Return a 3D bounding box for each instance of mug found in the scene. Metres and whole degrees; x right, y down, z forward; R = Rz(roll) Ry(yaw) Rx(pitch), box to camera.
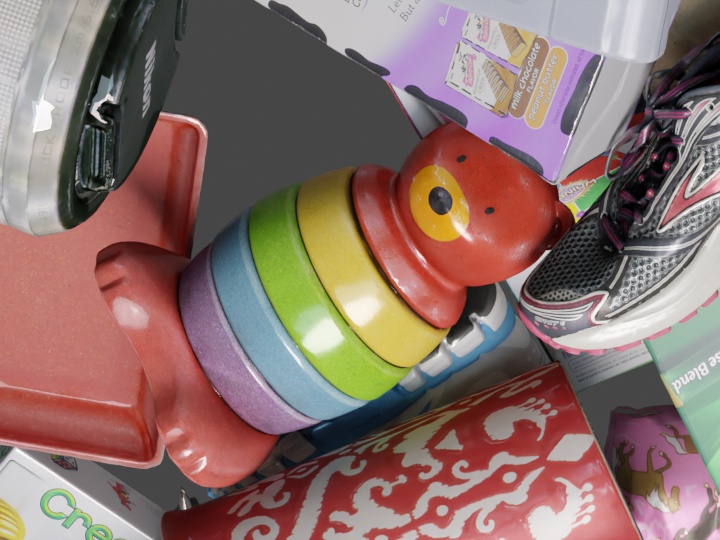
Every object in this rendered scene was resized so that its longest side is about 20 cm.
[{"bbox_3d":[0.033,0.150,1.278,0.199,0.178,0.133,-26,159,2],"label":"mug"}]

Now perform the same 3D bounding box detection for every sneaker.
[{"bbox_3d":[0.139,-0.048,1.191,0.200,0.081,0.075,-45,126,10],"label":"sneaker"},{"bbox_3d":[0.011,0.080,1.362,0.199,0.075,0.087,-29,120,32],"label":"sneaker"}]

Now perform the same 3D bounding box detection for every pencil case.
[{"bbox_3d":[0.212,0.107,1.361,0.198,0.087,0.083,0,100,7],"label":"pencil case"}]

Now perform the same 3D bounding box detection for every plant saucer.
[{"bbox_3d":[-0.181,-0.010,1.357,0.199,0.037,0.201,10,120,0],"label":"plant saucer"}]

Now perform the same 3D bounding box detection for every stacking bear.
[{"bbox_3d":[0.000,0.000,1.269,0.199,0.114,0.122,-30,73,20],"label":"stacking bear"}]

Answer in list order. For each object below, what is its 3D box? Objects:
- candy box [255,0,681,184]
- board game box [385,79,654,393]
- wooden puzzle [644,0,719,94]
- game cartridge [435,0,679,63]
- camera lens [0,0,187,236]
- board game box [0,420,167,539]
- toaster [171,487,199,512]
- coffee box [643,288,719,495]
[{"bbox_3d":[0.044,-0.163,1.183,0.199,0.071,0.168,33,122,19],"label":"candy box"},{"bbox_3d":[0.120,-0.055,1.303,0.152,0.040,0.201,-23,115,17],"label":"board game box"},{"bbox_3d":[0.222,-0.130,1.235,0.185,0.037,0.200,36,106,-22],"label":"wooden puzzle"},{"bbox_3d":[0.042,-0.173,1.115,0.199,0.040,0.134,20,113,25],"label":"game cartridge"},{"bbox_3d":[-0.183,-0.115,1.214,0.199,0.160,0.161,20,120,6],"label":"camera lens"},{"bbox_3d":[-0.133,0.177,1.460,0.200,0.035,0.126,35,116,-15],"label":"board game box"},{"bbox_3d":[-0.095,0.250,1.411,0.180,0.119,0.200,-35,112,20],"label":"toaster"},{"bbox_3d":[0.208,0.055,1.268,0.122,0.044,0.201,-22,108,15],"label":"coffee box"}]
